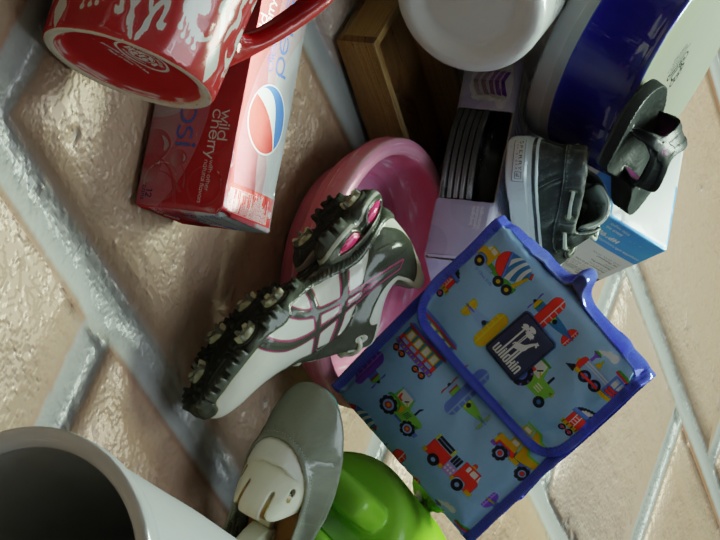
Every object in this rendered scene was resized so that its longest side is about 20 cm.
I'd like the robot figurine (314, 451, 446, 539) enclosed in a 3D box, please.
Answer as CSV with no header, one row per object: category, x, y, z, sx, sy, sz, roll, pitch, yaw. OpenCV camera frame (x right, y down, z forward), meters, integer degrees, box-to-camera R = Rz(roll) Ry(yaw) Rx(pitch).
robot figurine,0.000,0.207,1.647,0.176,0.116,0.200,-48,146,-9

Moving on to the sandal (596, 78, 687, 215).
sandal,0.217,-0.087,1.669,0.076,0.048,0.200,-57,164,-4

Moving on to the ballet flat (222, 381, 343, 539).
ballet flat,-0.063,0.171,1.526,0.064,0.067,0.201,-19,133,-55

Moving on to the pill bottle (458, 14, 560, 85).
pill bottle,0.154,-0.204,1.845,0.200,0.112,0.114,-40,131,-54

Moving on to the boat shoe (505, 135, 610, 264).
boat shoe,0.154,-0.044,1.709,0.200,0.070,0.073,55,43,-71

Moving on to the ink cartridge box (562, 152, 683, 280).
ink cartridge box,0.175,-0.049,1.890,0.068,0.200,0.117,29,58,-25

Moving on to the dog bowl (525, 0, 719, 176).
dog bowl,0.212,-0.174,1.725,0.200,0.079,0.200,-50,162,-23

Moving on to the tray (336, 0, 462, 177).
tray,0.039,-0.130,1.726,0.099,0.037,0.201,-61,147,-36

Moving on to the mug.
mug,-0.084,-0.200,1.335,0.133,0.177,0.201,140,-30,-74

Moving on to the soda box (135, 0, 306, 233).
soda box,-0.084,-0.129,1.448,0.063,0.070,0.201,23,76,-62

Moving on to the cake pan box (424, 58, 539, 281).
cake pan box,0.101,-0.041,1.747,0.200,0.052,0.185,70,27,-60

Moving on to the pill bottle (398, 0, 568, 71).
pill bottle,0.111,-0.235,1.681,0.200,0.114,0.115,-51,140,-57

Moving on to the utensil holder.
utensil holder,-0.153,0.198,1.299,0.200,0.169,0.171,43,59,-61

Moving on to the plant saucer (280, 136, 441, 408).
plant saucer,0.000,0.000,1.661,0.200,0.051,0.202,-29,124,-55

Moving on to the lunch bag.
lunch bag,0.103,0.064,1.564,0.200,0.151,0.094,-47,171,35

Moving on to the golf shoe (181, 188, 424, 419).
golf shoe,-0.035,0.036,1.516,0.200,0.077,0.088,-48,108,-18
